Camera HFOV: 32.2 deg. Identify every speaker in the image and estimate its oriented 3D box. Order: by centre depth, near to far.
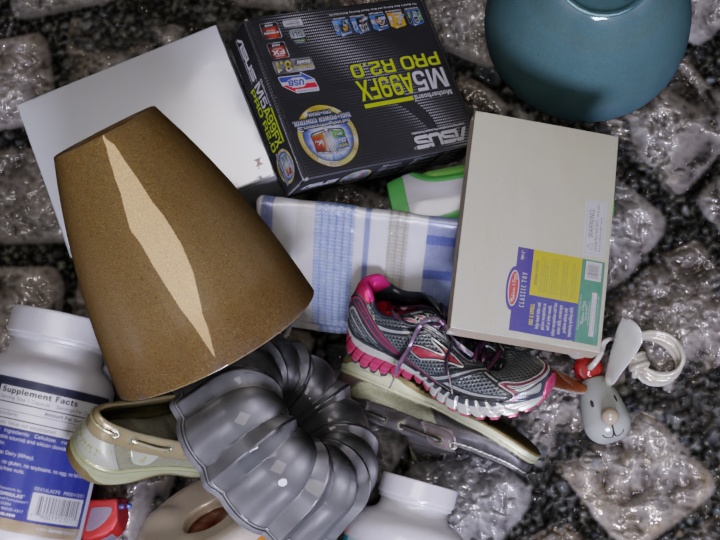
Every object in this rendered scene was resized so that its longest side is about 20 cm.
[{"bbox_3d":[0.128,-0.064,1.156,0.199,0.088,0.089,-11,80,1],"label":"speaker"}]

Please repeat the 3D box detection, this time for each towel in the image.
[{"bbox_3d":[0.000,0.000,1.141,0.199,0.147,0.024,6,38,5],"label":"towel"}]

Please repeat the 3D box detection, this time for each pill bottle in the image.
[{"bbox_3d":[-0.278,0.136,1.082,0.115,0.116,0.201,11,80,5],"label":"pill bottle"},{"bbox_3d":[0.028,0.282,1.091,0.110,0.111,0.201,14,81,5],"label":"pill bottle"}]

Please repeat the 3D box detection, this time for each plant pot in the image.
[{"bbox_3d":[-0.165,-0.026,1.034,0.186,0.186,0.201,-28,102,-2],"label":"plant pot"},{"bbox_3d":[0.218,-0.253,1.162,0.199,0.135,0.201,-1,81,3],"label":"plant pot"}]

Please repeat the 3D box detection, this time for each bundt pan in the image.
[{"bbox_3d":[-0.060,0.132,1.055,0.076,0.202,0.202,-42,79,22],"label":"bundt pan"}]

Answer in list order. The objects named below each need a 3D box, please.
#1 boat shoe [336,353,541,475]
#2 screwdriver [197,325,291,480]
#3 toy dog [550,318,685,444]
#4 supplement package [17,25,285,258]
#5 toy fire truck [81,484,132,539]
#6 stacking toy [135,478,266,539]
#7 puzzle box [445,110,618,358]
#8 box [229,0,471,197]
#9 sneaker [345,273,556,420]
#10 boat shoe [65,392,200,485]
[{"bbox_3d":[0.064,0.143,1.137,0.200,0.072,0.066,26,91,14],"label":"boat shoe"},{"bbox_3d":[-0.110,0.141,1.160,0.028,0.029,0.201,26,89,7],"label":"screwdriver"},{"bbox_3d":[0.200,0.050,1.129,0.132,0.096,0.200,-40,80,-3],"label":"toy dog"},{"bbox_3d":[-0.191,-0.109,1.172,0.199,0.111,0.156,-22,80,-1],"label":"supplement package"},{"bbox_3d":[-0.217,0.150,1.159,0.140,0.049,0.201,-5,79,3],"label":"toy fire truck"},{"bbox_3d":[-0.097,0.286,1.099,0.146,0.146,0.201,-25,108,-1],"label":"stacking toy"},{"bbox_3d":[0.149,-0.032,1.078,0.132,0.025,0.201,10,73,-5],"label":"puzzle box"},{"bbox_3d":[-0.003,-0.165,1.158,0.199,0.044,0.161,-14,77,-30],"label":"box"},{"bbox_3d":[0.074,0.068,1.089,0.199,0.081,0.075,18,126,21],"label":"sneaker"},{"bbox_3d":[-0.153,0.133,1.070,0.063,0.200,0.073,-56,53,32],"label":"boat shoe"}]
